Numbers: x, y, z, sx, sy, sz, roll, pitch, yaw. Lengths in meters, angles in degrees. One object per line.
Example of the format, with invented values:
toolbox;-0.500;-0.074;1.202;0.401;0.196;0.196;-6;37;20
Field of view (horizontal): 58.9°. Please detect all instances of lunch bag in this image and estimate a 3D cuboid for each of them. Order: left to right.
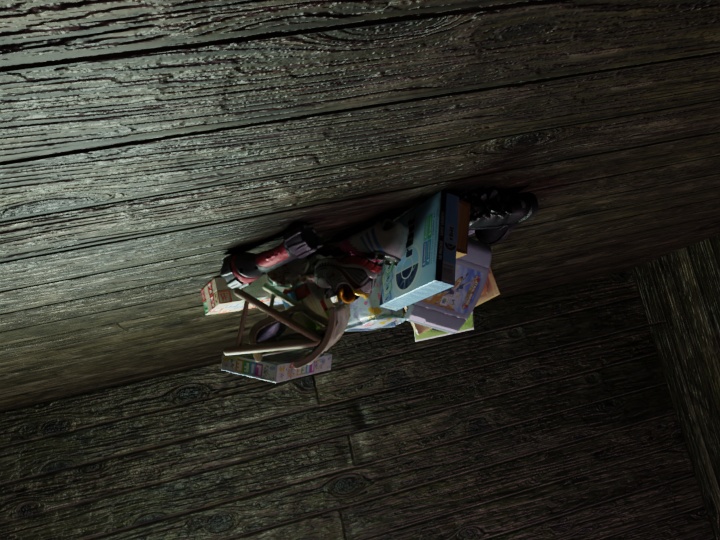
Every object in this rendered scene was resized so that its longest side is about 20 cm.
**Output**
lunch bag;0.026;0.057;1.558;0.126;0.172;0.199;-21;168;29

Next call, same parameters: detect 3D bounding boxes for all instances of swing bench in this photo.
swing bench;-0.131;0.110;1.238;0.197;0.131;0.199;11;-178;7

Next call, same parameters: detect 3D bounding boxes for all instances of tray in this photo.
tray;0.139;-0.059;1.236;0.037;0.100;0.200;14;162;-24

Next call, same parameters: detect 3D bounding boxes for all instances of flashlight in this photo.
flashlight;-0.169;-0.028;1.168;0.199;0.068;0.068;-25;-169;32

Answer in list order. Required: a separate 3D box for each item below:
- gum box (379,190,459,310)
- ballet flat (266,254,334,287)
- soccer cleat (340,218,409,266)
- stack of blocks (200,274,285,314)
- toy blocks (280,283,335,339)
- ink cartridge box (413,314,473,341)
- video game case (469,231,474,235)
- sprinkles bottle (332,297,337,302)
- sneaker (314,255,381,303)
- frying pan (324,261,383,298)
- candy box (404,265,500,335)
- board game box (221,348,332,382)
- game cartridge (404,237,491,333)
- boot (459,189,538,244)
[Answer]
gum box;0.107;-0.031;1.193;0.044;0.172;0.200;15;157;-24
ballet flat;-0.120;-0.008;1.360;0.199;0.076;0.064;-6;137;-56
soccer cleat;0.031;-0.059;1.248;0.069;0.087;0.199;25;173;-30
stack of blocks;-0.250;0.048;1.460;0.198;0.059;0.115;-7;168;-32
toy blocks;-0.120;0.065;1.434;0.099;0.138;0.200;-27;-178;16
ink cartridge box;0.170;0.042;1.422;0.146;0.202;0.076;-11;-155;-8
video game case;0.145;-0.067;1.459;0.179;0.026;0.199;-6;167;-36
sprinkles bottle;-0.015;0.042;1.710;0.198;0.069;0.068;-10;169;-21
sneaker;-0.039;0.021;1.270;0.077;0.083;0.199;24;165;-27
frying pan;-0.008;0.001;1.398;0.190;0.031;0.115;-40;167;19
candy box;0.183;0.038;1.350;0.198;0.116;0.055;-27;-157;-2
board game box;-0.164;0.184;1.284;0.133;0.035;0.199;7;-178;28
game cartridge;0.184;0.028;1.297;0.132;0.202;0.042;17;-164;-13
boot;0.241;-0.101;1.278;0.161;0.074;0.198;-8;166;-27
